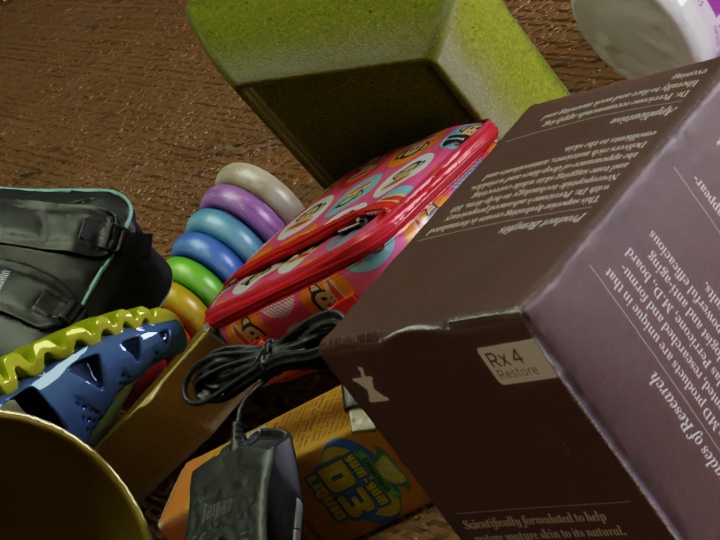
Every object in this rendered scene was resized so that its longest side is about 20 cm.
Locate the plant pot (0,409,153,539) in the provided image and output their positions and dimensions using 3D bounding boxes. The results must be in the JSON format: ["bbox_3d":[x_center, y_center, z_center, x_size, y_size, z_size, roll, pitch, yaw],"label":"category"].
[{"bbox_3d":[-0.235,0.195,1.660,0.200,0.200,0.142,-49,11,-34],"label":"plant pot"}]

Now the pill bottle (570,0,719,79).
[{"bbox_3d":[0.238,-0.218,1.896,0.200,0.112,0.112,-46,19,-24],"label":"pill bottle"}]

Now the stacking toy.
[{"bbox_3d":[-0.124,0.018,2.059,0.200,0.085,0.085,-50,21,-24],"label":"stacking toy"}]

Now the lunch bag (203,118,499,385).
[{"bbox_3d":[0.000,0.000,1.709,0.200,0.082,0.176,-25,16,50],"label":"lunch bag"}]

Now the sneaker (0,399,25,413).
[{"bbox_3d":[-0.263,0.142,1.794,0.199,0.085,0.075,-20,-8,-42],"label":"sneaker"}]

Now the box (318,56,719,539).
[{"bbox_3d":[0.125,0.026,1.411,0.200,0.165,0.166,-48,21,-30],"label":"box"}]

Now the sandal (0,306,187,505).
[{"bbox_3d":[-0.193,0.086,1.760,0.199,0.087,0.079,-26,1,-17],"label":"sandal"}]

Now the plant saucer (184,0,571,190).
[{"bbox_3d":[0.017,-0.104,1.756,0.199,0.200,0.048,-6,58,28],"label":"plant saucer"}]

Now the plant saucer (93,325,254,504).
[{"bbox_3d":[-0.099,0.069,1.860,0.200,0.048,0.200,-49,3,-34],"label":"plant saucer"}]

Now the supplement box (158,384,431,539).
[{"bbox_3d":[-0.016,0.113,1.628,0.199,0.067,0.069,-29,19,26],"label":"supplement box"}]

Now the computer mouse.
[{"bbox_3d":[-0.038,0.120,1.562,0.140,0.046,0.201,-24,50,33],"label":"computer mouse"}]

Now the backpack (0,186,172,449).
[{"bbox_3d":[-0.243,0.033,1.961,0.199,0.154,0.176,10,57,24],"label":"backpack"}]
